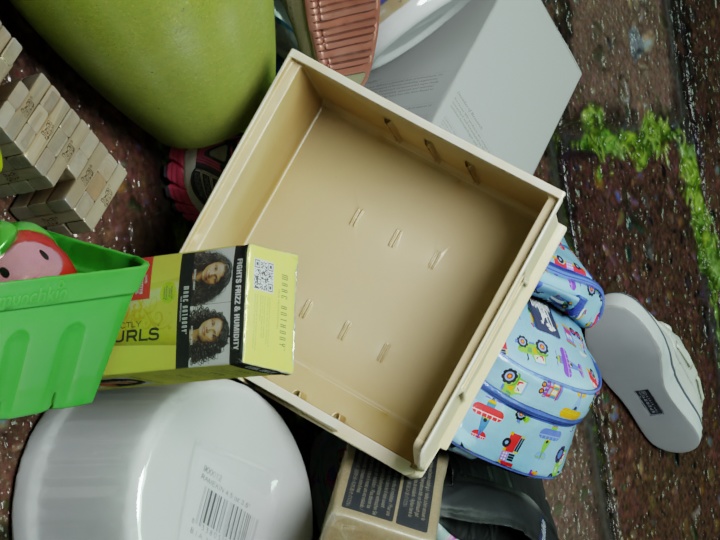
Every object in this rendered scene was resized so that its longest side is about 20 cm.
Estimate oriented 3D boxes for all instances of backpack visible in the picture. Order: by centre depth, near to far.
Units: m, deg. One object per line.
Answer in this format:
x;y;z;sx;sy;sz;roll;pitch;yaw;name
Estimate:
0.089;0.041;1.424;0.182;0.135;0.201;25;27;-37;backpack
0.057;0.162;1.513;0.200;0.126;0.168;20;48;-55;backpack

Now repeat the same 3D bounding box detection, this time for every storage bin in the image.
0.000;0.000;1.314;0.199;0.199;0.094;-61;167;-4;storage bin

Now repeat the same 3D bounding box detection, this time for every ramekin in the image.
-0.119;0.161;1.315;0.200;0.097;0.202;11;76;-50;ramekin

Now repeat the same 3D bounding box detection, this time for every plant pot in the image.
-0.130;-0.182;1.315;0.188;0.186;0.201;-65;146;-34;plant pot

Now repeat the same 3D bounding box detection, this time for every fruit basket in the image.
-0.237;-0.022;1.171;0.215;0.155;0.217;-23;120;-48;fruit basket

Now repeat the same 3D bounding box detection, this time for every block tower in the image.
-0.229;-0.106;1.253;0.200;0.054;0.058;53;46;-32;block tower

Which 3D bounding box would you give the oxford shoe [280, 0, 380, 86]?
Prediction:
-0.039;-0.214;1.397;0.071;0.073;0.202;-13;95;-49;oxford shoe

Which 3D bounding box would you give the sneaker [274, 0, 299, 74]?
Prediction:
-0.089;-0.196;1.449;0.200;0.075;0.087;49;29;-35;sneaker

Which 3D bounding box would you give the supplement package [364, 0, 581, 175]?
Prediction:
0.069;-0.123;1.583;0.120;0.121;0.201;55;46;-31;supplement package

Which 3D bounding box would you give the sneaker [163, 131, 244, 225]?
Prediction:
-0.050;-0.040;1.455;0.200;0.074;0.081;25;65;-48;sneaker

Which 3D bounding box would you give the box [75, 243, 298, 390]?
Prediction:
-0.129;0.031;1.240;0.050;0.199;0.076;16;73;-50;box

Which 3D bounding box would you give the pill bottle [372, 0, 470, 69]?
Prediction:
-0.012;-0.254;1.468;0.201;0.116;0.116;55;41;2;pill bottle

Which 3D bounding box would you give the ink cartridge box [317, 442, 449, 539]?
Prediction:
-0.004;0.225;1.352;0.165;0.075;0.201;-69;174;-73;ink cartridge box

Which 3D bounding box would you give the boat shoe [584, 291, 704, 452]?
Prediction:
0.262;0.079;1.842;0.200;0.072;0.066;53;42;-34;boat shoe
